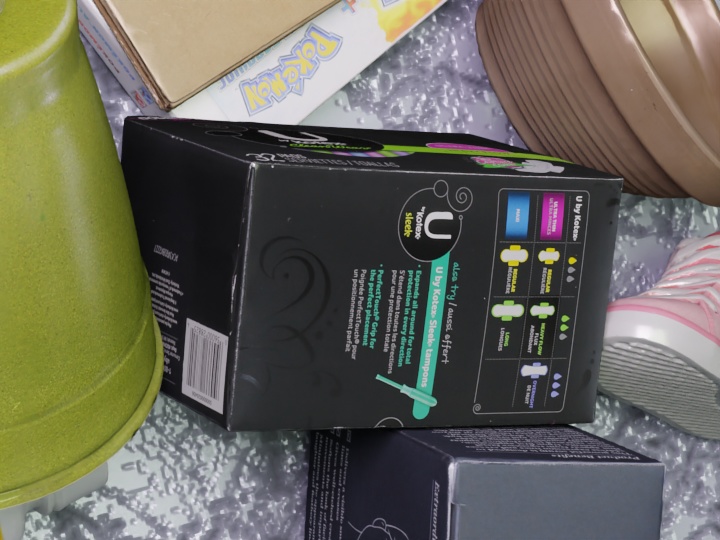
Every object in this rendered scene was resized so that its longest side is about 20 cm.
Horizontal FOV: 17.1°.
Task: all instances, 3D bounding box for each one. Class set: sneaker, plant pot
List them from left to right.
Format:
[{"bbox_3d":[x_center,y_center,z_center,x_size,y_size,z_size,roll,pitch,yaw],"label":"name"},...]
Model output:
[{"bbox_3d":[-0.181,-0.034,1.014,0.199,0.201,0.194,-12,132,-20],"label":"plant pot"},{"bbox_3d":[0.121,-0.113,1.222,0.092,0.201,0.202,-26,97,22],"label":"plant pot"},{"bbox_3d":[0.169,0.019,1.227,0.200,0.075,0.105,30,64,-59],"label":"sneaker"}]

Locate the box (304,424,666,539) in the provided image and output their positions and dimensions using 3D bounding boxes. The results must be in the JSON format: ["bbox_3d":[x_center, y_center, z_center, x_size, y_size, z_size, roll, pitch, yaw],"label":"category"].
[{"bbox_3d":[0.051,0.145,1.137,0.106,0.200,0.149,2,96,-19],"label":"box"}]

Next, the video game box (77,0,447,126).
[{"bbox_3d":[-0.056,-0.171,1.211,0.200,0.047,0.183,-41,102,-17],"label":"video game box"}]

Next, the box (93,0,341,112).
[{"bbox_3d":[-0.058,-0.199,1.176,0.200,0.021,0.164,-34,95,-17],"label":"box"}]

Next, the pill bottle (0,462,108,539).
[{"bbox_3d":[-0.224,0.098,1.099,0.199,0.114,0.115,-25,95,-19],"label":"pill bottle"}]

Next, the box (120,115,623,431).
[{"bbox_3d":[0.000,0.000,1.140,0.199,0.148,0.125,0,101,-30],"label":"box"}]
